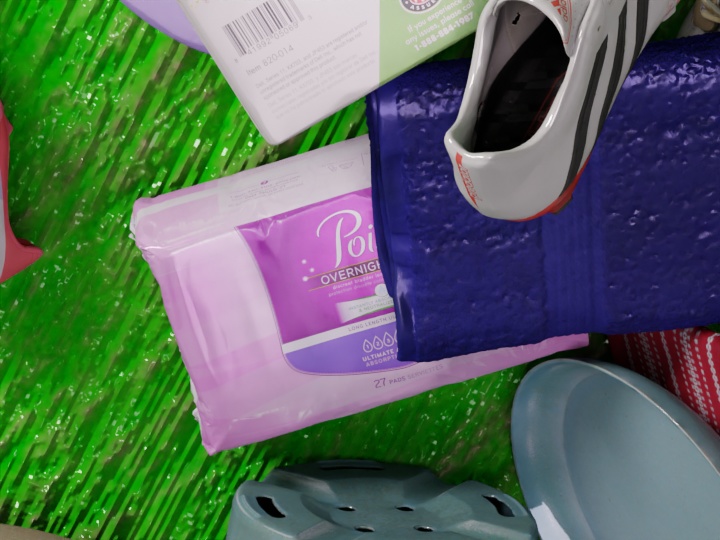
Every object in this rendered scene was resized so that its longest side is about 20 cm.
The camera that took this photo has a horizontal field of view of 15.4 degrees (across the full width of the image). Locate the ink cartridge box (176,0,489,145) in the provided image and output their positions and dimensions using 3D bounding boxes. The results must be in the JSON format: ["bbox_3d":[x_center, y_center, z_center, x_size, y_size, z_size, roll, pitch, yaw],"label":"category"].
[{"bbox_3d":[-0.041,-0.169,1.107,0.117,0.067,0.201,-29,111,9],"label":"ink cartridge box"}]

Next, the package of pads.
[{"bbox_3d":[0.000,0.000,1.259,0.199,0.076,0.121,-17,112,4],"label":"package of pads"}]

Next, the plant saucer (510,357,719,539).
[{"bbox_3d":[0.145,0.126,1.267,0.027,0.200,0.201,-30,113,-24],"label":"plant saucer"}]

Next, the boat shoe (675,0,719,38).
[{"bbox_3d":[0.183,-0.124,1.211,0.074,0.068,0.201,30,103,25],"label":"boat shoe"}]

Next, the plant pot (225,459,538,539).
[{"bbox_3d":[0.004,0.206,1.286,0.199,0.200,0.198,5,103,-5],"label":"plant pot"}]

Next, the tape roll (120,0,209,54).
[{"bbox_3d":[-0.037,-0.198,1.177,0.198,0.085,0.201,-1,110,-2],"label":"tape roll"}]

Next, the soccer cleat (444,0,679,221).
[{"bbox_3d":[0.091,-0.116,1.086,0.068,0.085,0.201,24,85,24],"label":"soccer cleat"}]

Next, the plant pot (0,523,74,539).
[{"bbox_3d":[-0.167,0.203,1.287,0.134,0.200,0.202,-23,115,-32],"label":"plant pot"}]

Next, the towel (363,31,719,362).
[{"bbox_3d":[0.104,-0.038,1.185,0.198,0.050,0.149,-6,123,-1],"label":"towel"}]

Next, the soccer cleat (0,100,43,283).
[{"bbox_3d":[-0.201,-0.083,1.231,0.073,0.068,0.201,-17,109,-22],"label":"soccer cleat"}]

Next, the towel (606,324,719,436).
[{"bbox_3d":[0.178,0.089,1.242,0.022,0.200,0.145,-24,111,-17],"label":"towel"}]
